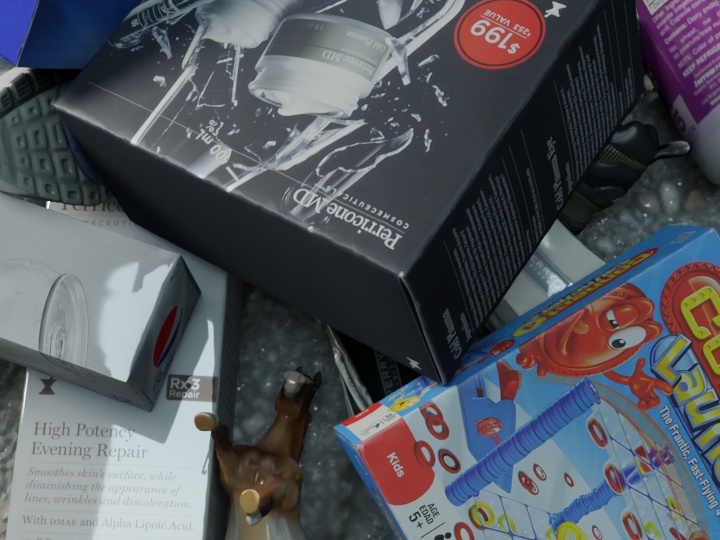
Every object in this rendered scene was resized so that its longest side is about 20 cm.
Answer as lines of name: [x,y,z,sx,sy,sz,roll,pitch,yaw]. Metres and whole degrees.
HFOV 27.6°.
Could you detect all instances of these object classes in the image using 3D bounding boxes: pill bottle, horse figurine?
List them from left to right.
horse figurine: [-0.045,0.144,0.704,0.050,0.133,0.200,-6,82,7]
pill bottle: [0.192,-0.155,0.794,0.112,0.112,0.200,-23,72,-6]

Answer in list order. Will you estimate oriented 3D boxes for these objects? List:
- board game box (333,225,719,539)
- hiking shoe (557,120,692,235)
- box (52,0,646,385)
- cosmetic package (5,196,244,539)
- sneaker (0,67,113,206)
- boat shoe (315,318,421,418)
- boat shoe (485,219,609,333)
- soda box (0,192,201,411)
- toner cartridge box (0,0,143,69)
board game box: [0.122,0.112,0.695,0.196,0.056,0.200,-31,97,-8]
hiking shoe: [0.094,-0.122,0.792,0.101,0.076,0.200,-34,82,15]
box: [-0.001,-0.080,0.683,0.200,0.104,0.182,26,70,27]
cosmetic package: [-0.116,0.058,0.750,0.102,0.074,0.200,1,72,2]
sneaker: [-0.159,-0.074,0.752,0.087,0.200,0.075,-3,101,15]
boat shoe: [-0.003,0.001,0.768,0.074,0.068,0.199,-11,71,-2]
boat shoe: [0.095,0.020,0.755,0.200,0.069,0.072,43,87,-3]
soda box: [-0.183,0.000,0.702,0.200,0.063,0.068,19,74,8]
toner cartridge box: [-0.101,-0.149,0.720,0.043,0.200,0.095,32,111,22]
